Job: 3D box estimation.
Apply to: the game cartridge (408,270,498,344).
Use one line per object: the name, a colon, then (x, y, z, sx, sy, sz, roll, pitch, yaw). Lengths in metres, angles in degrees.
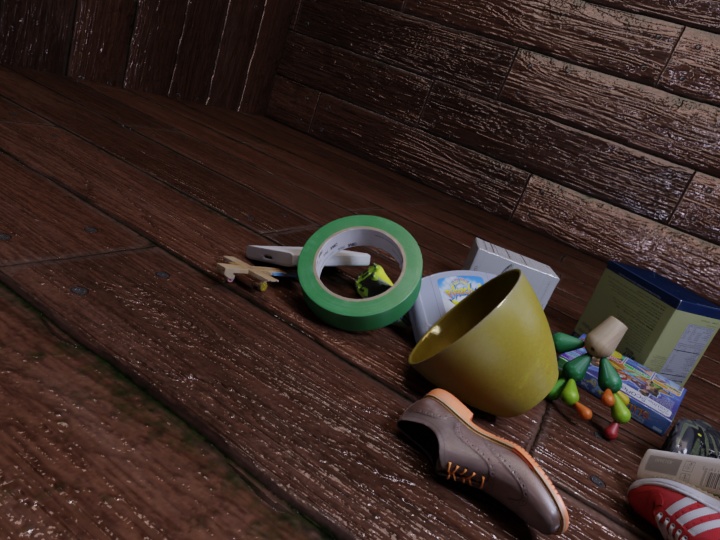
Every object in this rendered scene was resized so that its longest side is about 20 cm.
game cartridge: (0.175, 0.065, 0.864, 0.199, 0.040, 0.134, -3, 63, -24)

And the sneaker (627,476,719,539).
sneaker: (0.340, 0.288, 0.516, 0.112, 0.071, 0.200, -35, 10, -21)

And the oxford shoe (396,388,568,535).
oxford shoe: (0.121, 0.210, 0.539, 0.073, 0.072, 0.200, -19, 35, -33)

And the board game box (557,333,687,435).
board game box: (0.473, 0.199, 0.929, 0.200, 0.035, 0.135, 32, 33, 32)

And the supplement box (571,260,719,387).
supplement box: (0.588, 0.117, 1.059, 0.134, 0.200, 0.200, 12, 20, -19)

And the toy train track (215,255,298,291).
toy train track: (-0.155, 0.013, 0.845, 0.114, 0.033, 0.200, 24, 11, 35)

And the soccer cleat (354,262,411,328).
soccer cleat: (0.043, 0.047, 0.932, 0.084, 0.065, 0.200, 46, 4, -23)

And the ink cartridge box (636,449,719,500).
ink cartridge box: (0.452, 0.284, 0.575, 0.200, 0.050, 0.161, 38, -19, -2)

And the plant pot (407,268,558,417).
plant pot: (0.187, 0.116, 0.704, 0.142, 0.200, 0.200, 49, 20, -1)

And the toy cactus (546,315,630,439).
toy cactus: (0.362, 0.149, 0.811, 0.102, 0.165, 0.200, 31, 11, -44)

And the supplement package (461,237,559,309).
supplement package: (0.349, 0.019, 1.219, 0.199, 0.117, 0.117, 21, 18, 2)

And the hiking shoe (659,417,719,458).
hiking shoe: (0.509, 0.270, 0.739, 0.199, 0.076, 0.101, 5, 20, -41)

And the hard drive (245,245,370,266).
hard drive: (-0.096, -0.027, 0.961, 0.132, 0.027, 0.200, 10, 8, 41)

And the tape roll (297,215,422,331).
tape roll: (0.000, 0.000, 0.823, 0.200, 0.048, 0.201, -1, 54, 2)
